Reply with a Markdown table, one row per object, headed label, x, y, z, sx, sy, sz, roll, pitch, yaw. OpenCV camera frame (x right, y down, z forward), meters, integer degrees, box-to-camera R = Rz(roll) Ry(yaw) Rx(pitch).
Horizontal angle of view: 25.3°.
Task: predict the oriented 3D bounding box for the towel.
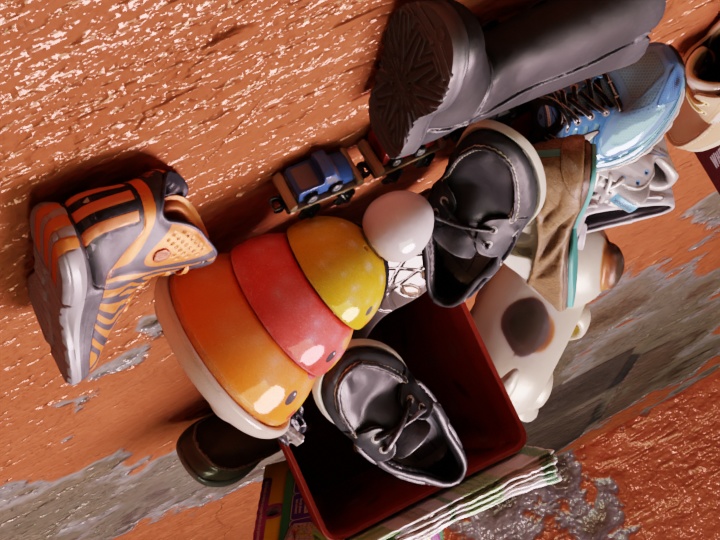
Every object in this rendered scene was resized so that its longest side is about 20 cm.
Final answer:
| label | x | y | z | sx | sy | sz | roll | pitch | yaw |
| --- | --- | --- | --- | --- | --- | --- | --- | --- | --- |
| towel | 0.065 | 0.204 | 1.388 | 0.199 | 0.031 | 0.149 | -24 | -177 | -14 |

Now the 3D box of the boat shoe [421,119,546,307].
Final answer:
| label | x | y | z | sx | sy | sz | roll | pitch | yaw |
| --- | --- | --- | --- | --- | --- | --- | --- | --- | --- |
| boat shoe | 0.078 | -0.033 | 1.147 | 0.066 | 0.074 | 0.200 | -54 | 175 | -25 |

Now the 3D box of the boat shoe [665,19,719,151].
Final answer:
| label | x | y | z | sx | sy | sz | roll | pitch | yaw |
| --- | --- | --- | --- | --- | --- | --- | --- | --- | --- |
| boat shoe | 0.292 | -0.163 | 1.294 | 0.069 | 0.074 | 0.200 | -9 | 153 | -27 |

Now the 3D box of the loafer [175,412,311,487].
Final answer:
| label | x | y | z | sx | sy | sz | roll | pitch | yaw |
| --- | --- | --- | --- | --- | --- | --- | --- | --- | --- |
| loafer | -0.100 | 0.149 | 1.582 | 0.200 | 0.075 | 0.070 | -25 | 161 | -48 |

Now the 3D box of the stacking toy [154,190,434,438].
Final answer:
| label | x | y | z | sx | sy | sz | roll | pitch | yaw |
| --- | --- | --- | --- | --- | --- | --- | --- | --- | --- |
| stacking toy | -0.033 | 0.011 | 1.129 | 0.199 | 0.147 | 0.146 | -35 | 163 | 13 |

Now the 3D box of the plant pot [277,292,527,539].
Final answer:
| label | x | y | z | sx | sy | sz | roll | pitch | yaw |
| --- | --- | --- | --- | --- | --- | --- | --- | --- | --- |
| plant pot | 0.000 | 0.113 | 1.442 | 0.199 | 0.201 | 0.176 | -24 | 176 | -16 |

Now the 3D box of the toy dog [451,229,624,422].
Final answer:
| label | x | y | z | sx | sy | sz | roll | pitch | yaw |
| --- | --- | --- | --- | --- | --- | --- | --- | --- | --- |
| toy dog | 0.154 | 0.028 | 1.503 | 0.201 | 0.139 | 0.194 | -58 | 173 | 10 |

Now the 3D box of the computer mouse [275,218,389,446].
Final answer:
| label | x | y | z | sx | sy | sz | roll | pitch | yaw |
| --- | --- | --- | --- | --- | --- | --- | --- | --- | --- |
| computer mouse | -0.055 | 0.045 | 1.239 | 0.200 | 0.138 | 0.053 | -48 | -175 | 28 |

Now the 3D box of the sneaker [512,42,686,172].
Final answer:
| label | x | y | z | sx | sy | sz | roll | pitch | yaw |
| --- | --- | --- | --- | --- | --- | --- | --- | --- | --- |
| sneaker | 0.155 | -0.108 | 1.205 | 0.199 | 0.079 | 0.090 | -32 | 161 | 9 |

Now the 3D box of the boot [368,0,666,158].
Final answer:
| label | x | y | z | sx | sy | sz | roll | pitch | yaw |
| --- | --- | --- | --- | --- | --- | --- | --- | --- | --- |
| boot | 0.113 | -0.150 | 1.016 | 0.199 | 0.066 | 0.165 | -21 | 170 | -18 |

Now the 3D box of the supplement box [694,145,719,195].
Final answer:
| label | x | y | z | sx | sy | sz | roll | pitch | yaw |
| --- | --- | --- | --- | --- | --- | --- | --- | --- | --- |
| supplement box | 0.412 | -0.112 | 1.397 | 0.132 | 0.201 | 0.197 | -23 | 163 | -19 |

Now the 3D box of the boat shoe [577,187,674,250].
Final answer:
| label | x | y | z | sx | sy | sz | roll | pitch | yaw |
| --- | --- | --- | --- | --- | --- | --- | --- | --- | --- |
| boat shoe | 0.183 | -0.049 | 1.418 | 0.199 | 0.069 | 0.072 | -16 | 162 | -11 |

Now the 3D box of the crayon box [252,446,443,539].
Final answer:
| label | x | y | z | sx | sy | sz | roll | pitch | yaw |
| --- | --- | --- | --- | --- | --- | --- | --- | --- | --- |
| crayon box | -0.010 | 0.237 | 1.508 | 0.171 | 0.059 | 0.200 | -13 | -157 | 8 |

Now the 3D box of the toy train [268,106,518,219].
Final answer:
| label | x | y | z | sx | sy | sz | roll | pitch | yaw |
| --- | --- | --- | --- | --- | --- | --- | --- | --- | --- |
| toy train | 0.026 | -0.086 | 1.126 | 0.199 | 0.034 | 0.046 | -25 | 160 | -17 |

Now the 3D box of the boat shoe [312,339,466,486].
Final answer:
| label | x | y | z | sx | sy | sz | roll | pitch | yaw |
| --- | --- | --- | --- | --- | --- | --- | --- | --- | --- |
| boat shoe | 0.030 | 0.121 | 1.253 | 0.075 | 0.066 | 0.200 | -45 | 143 | -8 |

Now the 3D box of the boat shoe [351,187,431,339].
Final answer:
| label | x | y | z | sx | sy | sz | roll | pitch | yaw |
| --- | --- | --- | --- | --- | --- | --- | --- | --- | --- |
| boat shoe | 0.000 | 0.000 | 1.286 | 0.076 | 0.072 | 0.200 | 30 | 117 | -36 |

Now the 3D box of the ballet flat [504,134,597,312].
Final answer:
| label | x | y | z | sx | sy | sz | roll | pitch | yaw |
| --- | --- | --- | --- | --- | --- | --- | --- | --- | --- |
| ballet flat | 0.135 | -0.035 | 1.209 | 0.072 | 0.068 | 0.200 | 4 | 152 | 5 |

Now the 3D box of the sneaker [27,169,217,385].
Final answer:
| label | x | y | z | sx | sy | sz | roll | pitch | yaw |
| --- | --- | --- | --- | --- | --- | --- | --- | --- | --- |
| sneaker | -0.150 | 0.005 | 1.027 | 0.111 | 0.078 | 0.200 | -21 | 162 | -21 |

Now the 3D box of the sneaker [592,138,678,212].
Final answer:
| label | x | y | z | sx | sy | sz | roll | pitch | yaw |
| --- | --- | --- | --- | --- | --- | --- | --- | --- | --- |
| sneaker | 0.197 | -0.087 | 1.324 | 0.199 | 0.087 | 0.075 | -14 | 160 | -39 |
